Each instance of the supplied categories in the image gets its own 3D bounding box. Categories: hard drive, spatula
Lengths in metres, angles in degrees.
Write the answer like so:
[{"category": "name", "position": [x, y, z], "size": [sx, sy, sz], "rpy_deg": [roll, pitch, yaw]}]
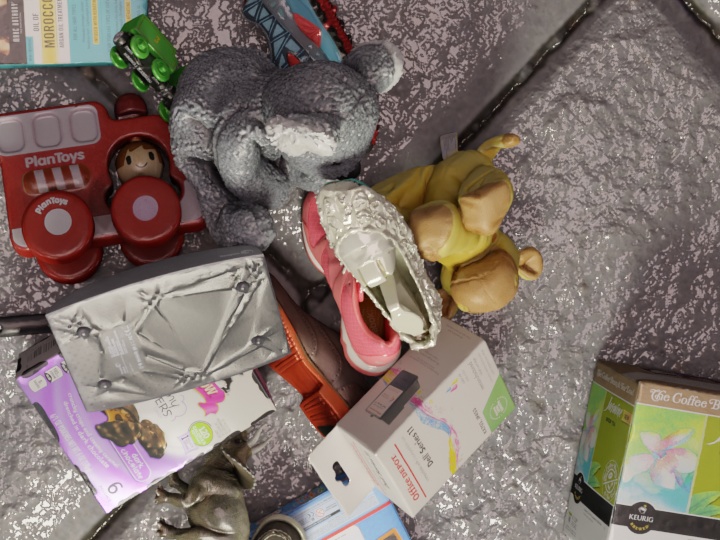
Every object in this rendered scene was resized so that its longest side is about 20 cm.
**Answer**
[{"category": "hard drive", "position": [-0.173, 0.049, 1.138], "size": [0.198, 0.042, 0.136], "rpy_deg": [-16, 128, -4]}, {"category": "spatula", "position": [-0.274, 0.051, 1.250], "size": [0.198, 0.021, 0.057], "rpy_deg": [-4, 102, -7]}]

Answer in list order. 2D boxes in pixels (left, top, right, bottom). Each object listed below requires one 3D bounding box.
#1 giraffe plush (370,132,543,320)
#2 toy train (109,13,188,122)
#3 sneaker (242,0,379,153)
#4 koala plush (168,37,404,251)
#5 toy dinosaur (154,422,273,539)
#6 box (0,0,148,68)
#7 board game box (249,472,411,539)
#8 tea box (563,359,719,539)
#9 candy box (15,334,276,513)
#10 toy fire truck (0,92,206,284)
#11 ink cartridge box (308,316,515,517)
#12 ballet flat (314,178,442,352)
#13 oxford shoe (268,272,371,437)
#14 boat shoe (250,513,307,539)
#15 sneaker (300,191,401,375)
[{"category": "giraffe plush", "position": [0.102, -0.025, 1.242], "size": [0.171, 0.200, 0.163], "rpy_deg": [-10, 117, 27]}, {"category": "toy train", "position": [-0.165, -0.162, 1.205], "size": [0.041, 0.057, 0.200], "rpy_deg": [-16, 130, 34]}, {"category": "sneaker", "position": [-0.050, -0.202, 1.245], "size": [0.095, 0.079, 0.201], "rpy_deg": [-21, 106, 22]}, {"category": "koala plush", "position": [-0.060, -0.133, 1.122], "size": [0.177, 0.199, 0.185], "rpy_deg": [-44, 110, -35]}, {"category": "toy dinosaur", "position": [-0.150, 0.252, 1.256], "size": [0.101, 0.077, 0.202], "rpy_deg": [3, 87, 8]}, {"category": "box", "position": [-0.304, -0.238, 1.203], "size": [0.198, 0.049, 0.083], "rpy_deg": [-3, 96, -9]}, {"category": "board game box", "position": [-0.009, 0.322, 1.309], "size": [0.150, 0.037, 0.201], "rpy_deg": [-28, 98, -4]}, {"category": "tea box", "position": [0.340, 0.212, 1.301], "size": [0.198, 0.134, 0.199], "rpy_deg": [9, 94, -9]}, {"category": "candy box", "position": [-0.209, 0.110, 1.228], "size": [0.199, 0.072, 0.169], "rpy_deg": [-31, 109, -4]}, {"category": "toy fire truck", "position": [-0.251, -0.087, 1.206], "size": [0.198, 0.112, 0.170], "rpy_deg": [-10, 79, -8]}, {"category": "ink cartridge box", "position": [0.054, 0.159, 1.241], "size": [0.200, 0.067, 0.118], "rpy_deg": [-44, 134, -16]}, {"category": "ballet flat", "position": [0.025, 0.001, 1.117], "size": [0.072, 0.072, 0.200], "rpy_deg": [-40, 130, -3]}, {"category": "oxford shoe", "position": [-0.051, 0.079, 1.275], "size": [0.072, 0.071, 0.201], "rpy_deg": [-35, 96, -34]}, {"category": "boat shoe", "position": [-0.099, 0.344, 1.258], "size": [0.071, 0.061, 0.203], "rpy_deg": [17, 109, 9]}, {"category": "sneaker", "position": [0.000, 0.000, 1.236], "size": [0.073, 0.087, 0.202], "rpy_deg": [-18, 80, -15]}]
